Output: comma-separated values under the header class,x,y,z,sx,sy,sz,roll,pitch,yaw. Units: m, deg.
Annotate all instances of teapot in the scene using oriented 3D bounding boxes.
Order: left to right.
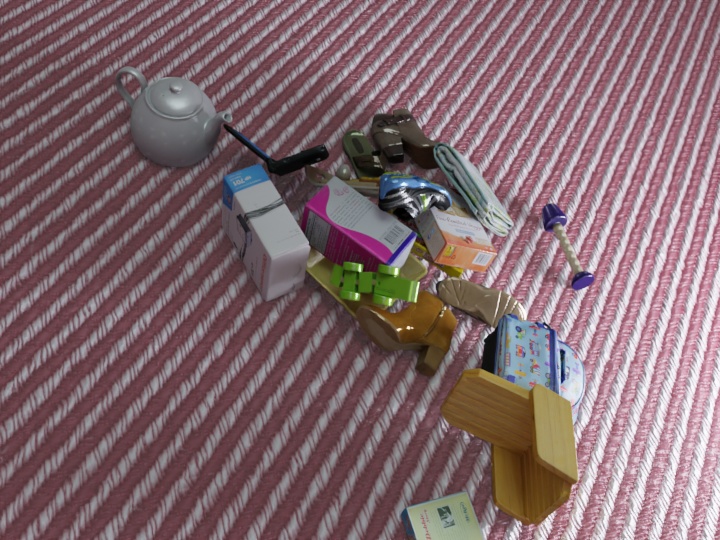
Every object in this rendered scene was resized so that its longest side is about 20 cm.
class,x,y,z,sx,sy,sz,roll,pitch,yaw
teapot,-0.385,-0.327,1.490,0.195,0.148,0.200,-14,59,-22

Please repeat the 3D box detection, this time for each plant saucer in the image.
class,x,y,z,sx,sy,sz,roll,pitch,yaw
plant saucer,0.000,0.000,1.422,0.199,0.049,0.199,42,56,16

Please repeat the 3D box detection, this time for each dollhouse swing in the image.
class,x,y,z,sx,sy,sz,roll,pitch,yaw
dollhouse swing,0.227,0.288,1.180,0.171,0.202,0.185,11,52,-7

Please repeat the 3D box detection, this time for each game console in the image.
class,x,y,z,sx,sy,sz,roll,pitch,yaw
game console,-0.161,-0.256,1.449,0.172,0.200,0.119,-20,96,2

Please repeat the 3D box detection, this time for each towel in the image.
class,x,y,z,sx,sy,sz,roll,pitch,yaw
towel,0.243,-0.173,1.557,0.170,0.048,0.203,24,34,-58

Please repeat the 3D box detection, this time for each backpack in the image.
class,x,y,z,sx,sy,sz,roll,pitch,yaw
backpack,0.323,0.193,1.319,0.195,0.136,0.186,20,53,-4

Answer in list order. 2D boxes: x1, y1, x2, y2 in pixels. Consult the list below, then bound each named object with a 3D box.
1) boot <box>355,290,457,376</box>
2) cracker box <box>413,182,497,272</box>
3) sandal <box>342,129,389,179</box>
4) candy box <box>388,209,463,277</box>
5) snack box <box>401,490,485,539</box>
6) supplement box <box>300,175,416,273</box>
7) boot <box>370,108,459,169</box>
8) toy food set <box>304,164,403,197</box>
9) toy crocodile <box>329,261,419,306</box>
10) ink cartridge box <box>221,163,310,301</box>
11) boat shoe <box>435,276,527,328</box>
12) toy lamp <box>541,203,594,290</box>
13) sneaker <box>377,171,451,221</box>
class,x,y,z,sx,sy,sz,roll,pitch,yaw
boot,0.089,0.088,1.353,0.200,0.070,0.146,39,50,-14
cracker box,0.181,-0.094,1.488,0.131,0.058,0.203,10,39,-31
sandal,0.019,-0.242,1.593,0.078,0.058,0.203,-20,63,-26
candy box,0.128,-0.064,1.482,0.197,0.027,0.103,32,31,-1
snack box,0.149,0.461,1.139,0.113,0.037,0.204,-7,57,-20
supplement box,-0.008,-0.067,1.373,0.198,0.104,0.101,37,55,11
boot,0.121,-0.309,1.663,0.194,0.071,0.149,0,53,-15
toy food set,0.002,-0.187,1.464,0.194,0.143,0.062,6,90,21
toy crocodile,0.022,0.023,1.294,0.196,0.070,0.061,7,0,36
ink cartridge box,-0.182,-0.070,1.360,0.084,0.148,0.202,-20,62,-24
boat shoe,0.236,0.062,1.429,0.195,0.065,0.074,21,95,-14
toy lamp,0.446,-0.058,1.578,0.057,0.059,0.204,-6,57,-19
sneaker,0.099,-0.136,1.383,0.070,0.085,0.197,29,18,39
